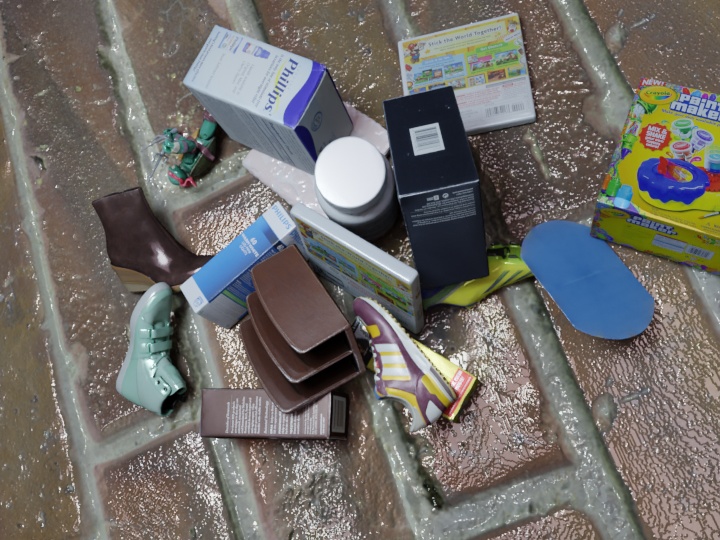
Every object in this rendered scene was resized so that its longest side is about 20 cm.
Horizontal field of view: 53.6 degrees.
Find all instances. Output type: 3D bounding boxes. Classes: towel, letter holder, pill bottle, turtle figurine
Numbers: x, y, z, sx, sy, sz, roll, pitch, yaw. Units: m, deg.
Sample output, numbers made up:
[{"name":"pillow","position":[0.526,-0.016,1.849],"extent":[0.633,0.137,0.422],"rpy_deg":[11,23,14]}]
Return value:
[{"name":"towel","position":[-0.067,-0.190,1.163],"extent":[0.199,0.032,0.192],"rpy_deg":[38,88,20]},{"name":"letter holder","position":[-0.104,0.082,1.013],"extent":[0.141,0.101,0.200],"rpy_deg":[-28,44,-10]},{"name":"pill bottle","position":[-0.004,-0.112,1.014],"extent":[0.112,0.200,0.115],"rpy_deg":[-1,82,6]},{"name":"turtle figurine","position":[-0.286,-0.216,1.198],"extent":[0.201,0.100,0.149],"rpy_deg":[-55,29,-4]}]

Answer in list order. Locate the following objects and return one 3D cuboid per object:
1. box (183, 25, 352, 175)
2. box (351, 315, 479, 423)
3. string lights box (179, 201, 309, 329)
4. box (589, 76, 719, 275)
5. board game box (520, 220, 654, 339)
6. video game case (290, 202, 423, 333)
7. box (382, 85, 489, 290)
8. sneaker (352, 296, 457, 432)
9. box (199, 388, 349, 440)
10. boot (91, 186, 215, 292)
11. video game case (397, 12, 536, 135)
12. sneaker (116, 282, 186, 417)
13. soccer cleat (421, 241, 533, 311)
[{"name":"box","position":[-0.132,-0.250,1.081],"extent":[0.198,0.184,0.106],"rpy_deg":[26,82,17]},{"name":"box","position":[0.069,0.137,1.035],"extent":[0.199,0.050,0.076],"rpy_deg":[31,85,20]},{"name":"string lights box","position":[-0.168,-0.004,1.105],"extent":[0.200,0.103,0.059],"rpy_deg":[-41,63,2]},{"name":"box","position":[0.437,-0.123,0.955],"extent":[0.198,0.122,0.195],"rpy_deg":[19,77,18]},{"name":"board game box","position":[0.302,0.020,0.981],"extent":[0.157,0.039,0.201],"rpy_deg":[-16,59,-30]},{"name":"video game case","position":[0.000,0.000,1.011],"extent":[0.199,0.182,0.023],"rpy_deg":[32,72,20]},{"name":"box","position":[0.103,-0.113,0.981],"extent":[0.103,0.183,0.202],"rpy_deg":[-11,49,5]},{"name":"sneaker","position":[0.039,0.126,0.980],"extent":[0.090,0.075,0.200],"rpy_deg":[-41,69,-3]},{"name":"box","position":[-0.124,0.211,1.044],"extent":[0.197,0.100,0.076],"rpy_deg":[-1,76,15]},{"name":"boot","position":[-0.328,-0.051,1.141],"extent":[0.197,0.072,0.168],"rpy_deg":[-7,111,20]},{"name":"video game case","position":[0.165,-0.302,1.133],"extent":[0.197,0.023,0.185],"rpy_deg":[-9,74,14]},{"name":"sneaker","position":[-0.302,0.127,1.111],"extent":[0.117,0.074,0.203],"rpy_deg":[25,106,24]},{"name":"soccer cleat","position":[0.176,0.012,1.041],"extent":[0.197,0.065,0.085],"rpy_deg":[-10,112,4]}]
